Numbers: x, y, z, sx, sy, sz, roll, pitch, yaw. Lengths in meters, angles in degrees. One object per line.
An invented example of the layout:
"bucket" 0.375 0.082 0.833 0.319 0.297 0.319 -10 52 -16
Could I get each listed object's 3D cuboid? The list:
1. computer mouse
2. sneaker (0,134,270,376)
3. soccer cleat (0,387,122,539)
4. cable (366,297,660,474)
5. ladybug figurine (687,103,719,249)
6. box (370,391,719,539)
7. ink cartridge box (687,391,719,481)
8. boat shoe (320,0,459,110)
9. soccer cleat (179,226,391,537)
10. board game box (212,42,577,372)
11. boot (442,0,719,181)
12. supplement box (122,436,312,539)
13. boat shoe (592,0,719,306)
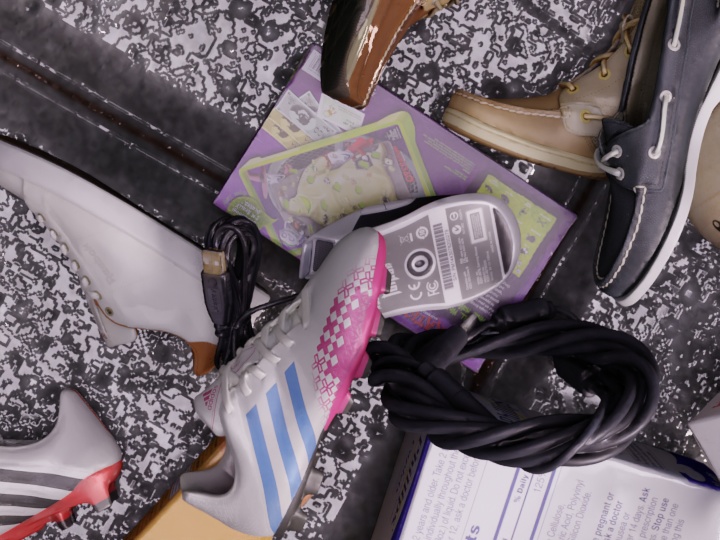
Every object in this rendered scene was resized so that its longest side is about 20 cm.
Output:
"computer mouse" 0.000 0.000 1.266 0.198 0.044 0.110 -14 112 -9
"sneaker" -0.158 -0.005 1.274 0.199 0.073 0.085 34 92 -8
"soccer cleat" -0.245 0.144 1.296 0.199 0.069 0.086 -26 89 -3
"cable" 0.087 0.062 1.206 0.162 0.200 0.051 0 109 -9
"ladybug figurine" 0.291 -0.054 1.241 0.198 0.072 0.137 -5 119 -10
"box" 0.108 0.187 1.297 0.199 0.105 0.185 18 96 -6
"ink cartridge box" 0.305 0.093 1.236 0.200 0.128 0.126 -38 100 -39
"boat shoe" 0.038 -0.190 1.254 0.073 0.076 0.201 22 87 -15
"soccer cleat" -0.047 0.063 1.217 0.086 0.070 0.201 18 103 -11
"board game box" 0.022 -0.039 1.303 0.199 0.032 0.120 33 92 -6
"boot" 0.157 -0.134 1.271 0.198 0.073 0.157 10 101 -8
"supplement box" -0.117 0.183 1.305 0.067 0.069 0.200 43 92 -6
"boat shoe" 0.168 -0.081 1.215 0.060 0.076 0.201 18 91 -17
